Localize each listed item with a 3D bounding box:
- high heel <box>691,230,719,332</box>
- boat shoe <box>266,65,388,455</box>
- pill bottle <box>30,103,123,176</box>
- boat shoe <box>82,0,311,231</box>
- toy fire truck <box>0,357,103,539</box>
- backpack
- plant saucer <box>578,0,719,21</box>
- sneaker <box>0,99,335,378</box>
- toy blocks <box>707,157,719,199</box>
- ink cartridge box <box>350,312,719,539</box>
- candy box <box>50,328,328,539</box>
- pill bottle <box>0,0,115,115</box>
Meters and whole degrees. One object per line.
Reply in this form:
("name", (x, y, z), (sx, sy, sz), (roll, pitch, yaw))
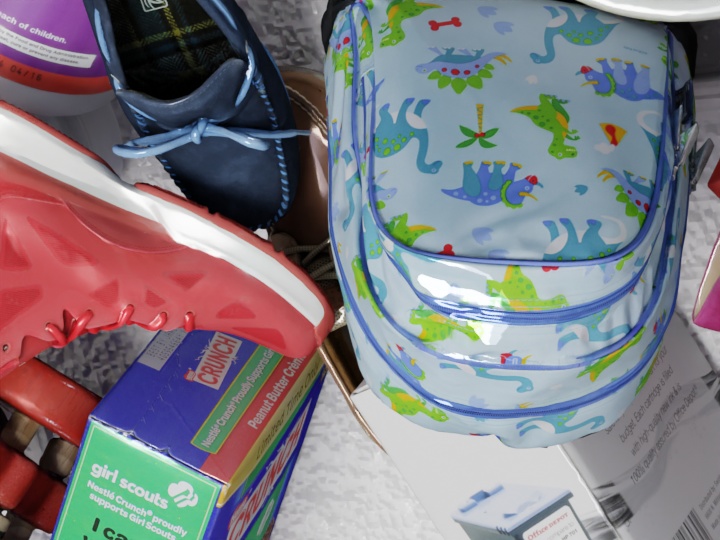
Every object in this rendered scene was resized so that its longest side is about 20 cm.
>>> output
("high heel", (0.169, -0.061, 1.208), (0.096, 0.067, 0.200), (-8, 124, 16))
("boat shoe", (0.000, 0.000, 1.306), (0.076, 0.072, 0.200), (-25, 102, 31))
("pill bottle", (-0.201, -0.030, 1.297), (0.112, 0.200, 0.112), (17, 121, 31))
("boat shoe", (-0.083, -0.085, 1.208), (0.084, 0.069, 0.200), (-22, 127, 12))
("toy fire truck", (-0.208, 0.076, 1.371), (0.168, 0.200, 0.112), (28, 83, 14))
("backpack", (0.058, -0.029, 1.132), (0.163, 0.200, 0.154), (9, 157, -2))
("plant saucer", (0.132, -0.194, 1.143), (0.200, 0.050, 0.201), (-1, 85, 14))
("sneaker", (-0.117, 0.017, 1.231), (0.200, 0.116, 0.078), (28, 166, -12))
("toy blocks", (0.217, 0.012, 1.168), (0.136, 0.100, 0.200), (-10, 127, 4))
("ink cartridge box", (0.104, 0.089, 1.258), (0.086, 0.146, 0.200), (-29, 99, 34))
("candy box", (-0.089, 0.120, 1.345), (0.077, 0.169, 0.200), (23, 121, 8))
("pill bottle", (-0.118, -0.172, 1.253), (0.112, 0.112, 0.200), (35, 123, 5))
